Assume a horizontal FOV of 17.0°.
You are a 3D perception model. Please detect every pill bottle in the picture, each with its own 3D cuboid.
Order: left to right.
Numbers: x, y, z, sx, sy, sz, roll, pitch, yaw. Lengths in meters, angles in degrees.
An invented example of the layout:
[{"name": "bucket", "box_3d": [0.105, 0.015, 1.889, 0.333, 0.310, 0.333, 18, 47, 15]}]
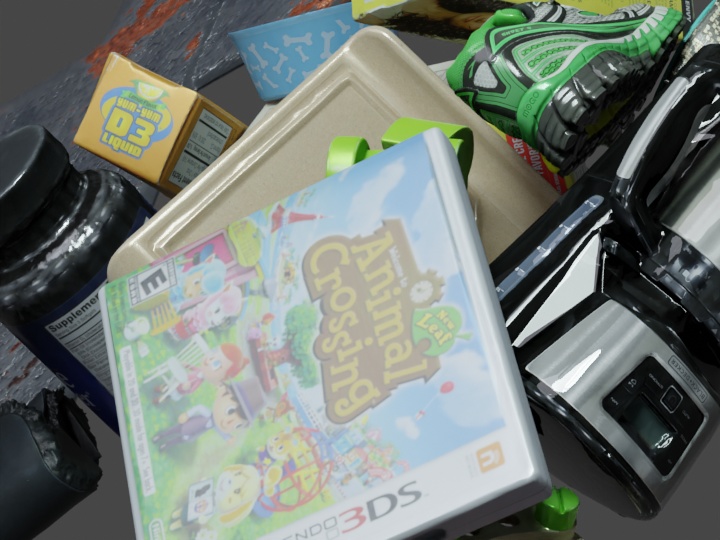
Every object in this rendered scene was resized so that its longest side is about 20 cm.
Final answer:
[{"name": "pill bottle", "box_3d": [-0.150, 0.012, 1.411, 0.112, 0.200, 0.112, -34, 26, 19]}]

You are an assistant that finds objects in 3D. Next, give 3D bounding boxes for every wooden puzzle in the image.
[{"name": "wooden puzzle", "box_3d": [0.000, 0.000, 1.242, 0.200, 0.185, 0.037, -44, -7, -12]}]

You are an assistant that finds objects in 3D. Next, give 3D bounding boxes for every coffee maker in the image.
[{"name": "coffee maker", "box_3d": [0.142, 0.006, 1.104, 0.200, 0.135, 0.192, -44, 0, -6]}]

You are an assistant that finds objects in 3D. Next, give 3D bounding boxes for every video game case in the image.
[{"name": "video game case", "box_3d": [-0.023, 0.049, 1.048, 0.182, 0.022, 0.200, -25, 49, 13]}]

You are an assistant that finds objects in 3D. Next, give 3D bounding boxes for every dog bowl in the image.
[{"name": "dog bowl", "box_3d": [-0.026, -0.147, 1.587, 0.111, 0.050, 0.200, -14, 5, 0]}]

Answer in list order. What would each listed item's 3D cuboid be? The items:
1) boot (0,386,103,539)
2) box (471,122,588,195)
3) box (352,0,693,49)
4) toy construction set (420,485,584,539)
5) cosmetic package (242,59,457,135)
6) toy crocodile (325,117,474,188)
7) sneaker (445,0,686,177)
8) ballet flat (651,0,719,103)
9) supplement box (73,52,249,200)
[{"name": "boot", "box_3d": [-0.238, 0.164, 1.446, 0.168, 0.076, 0.200, -39, 18, 17]}, {"name": "box", "box_3d": [0.023, -0.041, 1.308, 0.200, 0.075, 0.050, -10, 15, 17]}, {"name": "box", "box_3d": [0.091, -0.153, 1.322, 0.075, 0.200, 0.050, -14, 76, 47]}, {"name": "toy construction set", "box_3d": [0.036, 0.105, 1.083, 0.200, 0.131, 0.092, -126, 39, -66]}, {"name": "cosmetic package", "box_3d": [-0.002, -0.057, 1.457, 0.200, 0.073, 0.104, -7, 42, 53]}, {"name": "toy crocodile", "box_3d": [0.013, -0.011, 1.150, 0.067, 0.062, 0.200, 1, 40, 14]}, {"name": "sneaker", "box_3d": [0.105, -0.110, 1.210, 0.078, 0.085, 0.200, -60, -12, 19]}, {"name": "ballet flat", "box_3d": [0.221, -0.132, 1.265, 0.075, 0.068, 0.200, 8, 51, 36]}, {"name": "supplement box", "box_3d": [-0.115, -0.080, 1.532, 0.069, 0.067, 0.200, -63, -14, -3]}]
